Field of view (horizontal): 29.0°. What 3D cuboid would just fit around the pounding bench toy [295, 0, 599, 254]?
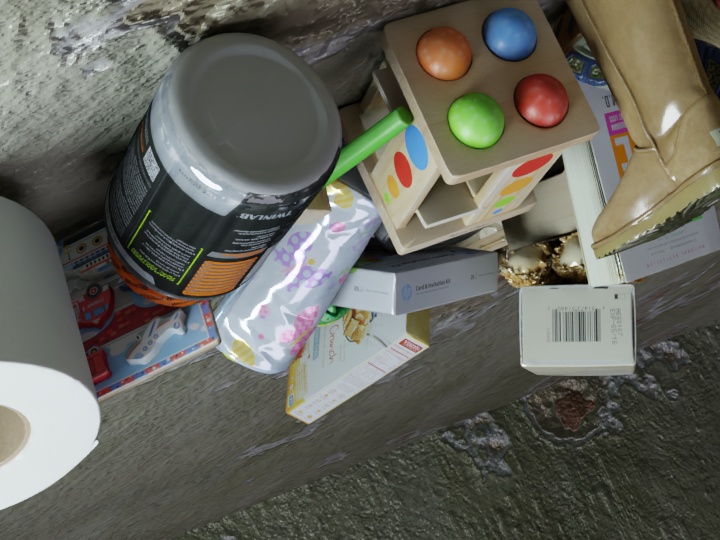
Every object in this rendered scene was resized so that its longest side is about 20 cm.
[{"bbox_3d":[0.045,-0.101,1.013,0.198,0.125,0.156,-19,165,-21],"label":"pounding bench toy"}]

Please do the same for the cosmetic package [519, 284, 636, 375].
[{"bbox_3d":[0.203,0.058,1.285,0.102,0.074,0.200,-1,173,12],"label":"cosmetic package"}]

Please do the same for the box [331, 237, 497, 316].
[{"bbox_3d":[0.000,0.000,1.262,0.199,0.042,0.155,9,-167,39],"label":"box"}]

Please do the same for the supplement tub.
[{"bbox_3d":[-0.101,-0.058,0.932,0.122,0.123,0.200,-16,164,-31],"label":"supplement tub"}]

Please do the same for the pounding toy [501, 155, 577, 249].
[{"bbox_3d":[0.248,-0.124,1.305,0.183,0.144,0.199,-14,177,-34],"label":"pounding toy"}]

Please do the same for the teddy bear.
[{"bbox_3d":[0.207,-0.002,1.306,0.144,0.067,0.200,-13,177,12],"label":"teddy bear"}]

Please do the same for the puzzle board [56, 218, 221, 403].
[{"bbox_3d":[-0.212,0.034,1.040,0.199,0.152,0.017,-25,146,5],"label":"puzzle board"}]

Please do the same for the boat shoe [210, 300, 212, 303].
[{"bbox_3d":[-0.147,-0.001,1.158,0.072,0.073,0.200,-6,157,-48],"label":"boat shoe"}]

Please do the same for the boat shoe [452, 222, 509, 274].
[{"bbox_3d":[0.131,-0.020,1.577,0.071,0.065,0.200,-17,164,-27],"label":"boat shoe"}]

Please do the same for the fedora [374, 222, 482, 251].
[{"bbox_3d":[0.075,-0.077,1.220,0.198,0.091,0.177,-19,166,-24],"label":"fedora"}]

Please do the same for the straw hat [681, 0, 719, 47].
[{"bbox_3d":[0.298,-0.193,0.990,0.199,0.086,0.202,4,143,3],"label":"straw hat"}]

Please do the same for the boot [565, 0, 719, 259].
[{"bbox_3d":[0.196,-0.128,1.016,0.066,0.202,0.175,-14,166,-35],"label":"boot"}]

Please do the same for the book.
[{"bbox_3d":[0.236,-0.101,1.190,0.133,0.202,0.048,-16,-176,-31],"label":"book"}]

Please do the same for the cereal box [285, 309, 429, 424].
[{"bbox_3d":[-0.003,0.062,1.511,0.039,0.145,0.200,30,132,-28],"label":"cereal box"}]

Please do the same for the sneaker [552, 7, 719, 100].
[{"bbox_3d":[0.246,-0.151,1.076,0.088,0.200,0.076,-8,129,-54],"label":"sneaker"}]

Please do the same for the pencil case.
[{"bbox_3d":[-0.050,-0.010,1.146,0.090,0.083,0.201,-2,132,-50],"label":"pencil case"}]

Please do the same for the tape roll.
[{"bbox_3d":[-0.284,0.061,0.920,0.201,0.140,0.203,-17,148,-11],"label":"tape roll"}]

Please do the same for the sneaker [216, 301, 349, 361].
[{"bbox_3d":[-0.073,0.034,1.428,0.199,0.075,0.083,-24,172,-45],"label":"sneaker"}]
